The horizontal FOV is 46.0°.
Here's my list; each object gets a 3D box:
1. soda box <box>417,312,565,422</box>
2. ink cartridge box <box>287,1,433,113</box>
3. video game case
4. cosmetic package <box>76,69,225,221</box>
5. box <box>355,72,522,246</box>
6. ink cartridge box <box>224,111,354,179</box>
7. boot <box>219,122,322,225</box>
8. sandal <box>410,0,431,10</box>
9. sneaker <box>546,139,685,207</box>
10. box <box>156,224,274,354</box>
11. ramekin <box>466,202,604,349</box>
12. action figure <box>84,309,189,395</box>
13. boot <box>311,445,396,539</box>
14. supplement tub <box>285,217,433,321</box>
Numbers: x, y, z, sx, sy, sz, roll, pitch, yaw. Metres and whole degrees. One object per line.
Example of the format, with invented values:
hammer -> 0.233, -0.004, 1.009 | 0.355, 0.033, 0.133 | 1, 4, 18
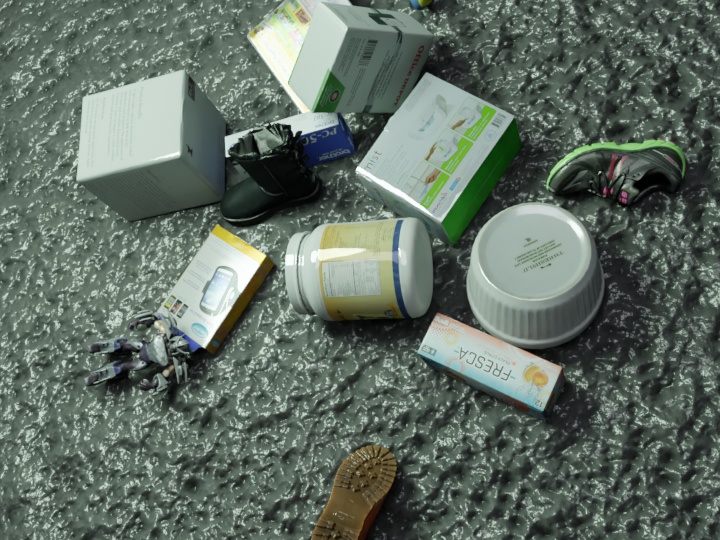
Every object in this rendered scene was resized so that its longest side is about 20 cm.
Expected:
soda box -> 0.183, 0.134, 1.183 | 0.197, 0.064, 0.069 | 24, 77, 26
ink cartridge box -> 0.003, -0.331, 1.336 | 0.083, 0.198, 0.148 | 48, 127, 30
video game case -> -0.076, -0.390, 1.466 | 0.181, 0.023, 0.201 | -38, 77, 10
cosmetic package -> -0.350, -0.207, 1.444 | 0.196, 0.165, 0.168 | -9, 66, 15
box -> 0.121, -0.175, 1.311 | 0.175, 0.097, 0.202 | 31, 81, 27
ink cartridge box -> -0.116, -0.208, 1.406 | 0.196, 0.094, 0.045 | -15, 64, 13
boot -> -0.164, -0.154, 1.360 | 0.194, 0.163, 0.075 | -14, 63, 12
sandal -> 0.061, -0.520, 1.490 | 0.086, 0.080, 0.202 | -31, 54, 8
sneaker -> 0.368, -0.135, 1.225 | 0.196, 0.077, 0.085 | -8, 62, 16
box -> -0.242, 0.039, 1.379 | 0.118, 0.041, 0.202 | 30, 83, 26
ramekin -> 0.242, -0.003, 1.183 | 0.198, 0.095, 0.206 | -6, 56, 10
action figure -> -0.346, 0.134, 1.343 | 0.197, 0.069, 0.133 | -13, 82, 28
boot -> -0.014, 0.336, 1.161 | 0.074, 0.108, 0.201 | 23, 49, 15
supplement tub -> 0.000, 0.000, 1.253 | 0.196, 0.145, 0.147 | -3, 67, 17
